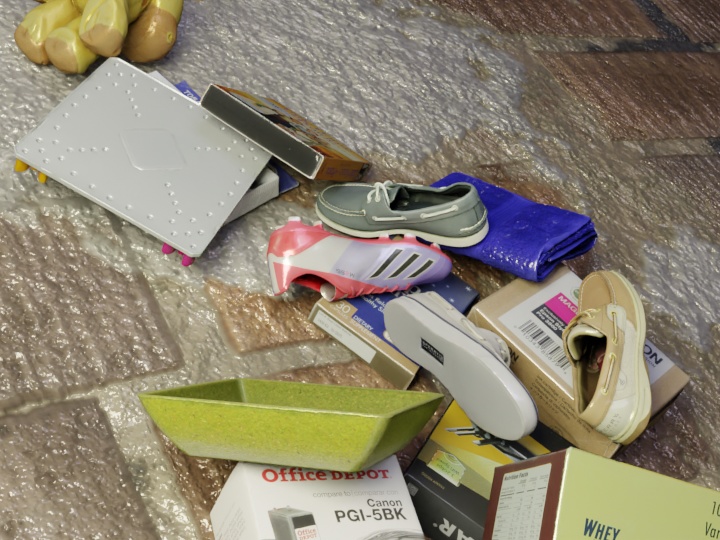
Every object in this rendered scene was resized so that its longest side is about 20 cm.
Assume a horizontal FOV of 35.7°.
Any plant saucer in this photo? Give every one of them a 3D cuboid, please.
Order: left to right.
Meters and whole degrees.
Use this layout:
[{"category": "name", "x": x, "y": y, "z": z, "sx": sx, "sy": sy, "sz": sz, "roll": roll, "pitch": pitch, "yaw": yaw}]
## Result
[{"category": "plant saucer", "x": -0.048, "y": 0.122, "z": 0.895, "sx": 0.197, "sy": 0.049, "sz": 0.200, "roll": 3, "pitch": -1, "yaw": 17}]

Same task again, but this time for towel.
[{"category": "towel", "x": 0.146, "y": -0.054, "z": 1.233, "sx": 0.198, "sy": 0.050, "sz": 0.147, "roll": 20, "pitch": 28, "yaw": 31}]

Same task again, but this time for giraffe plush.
[{"category": "giraffe plush", "x": -0.265, "y": -0.298, "z": 1.247, "sx": 0.171, "sy": 0.202, "sz": 0.162, "roll": 17, "pitch": -2, "yaw": 32}]

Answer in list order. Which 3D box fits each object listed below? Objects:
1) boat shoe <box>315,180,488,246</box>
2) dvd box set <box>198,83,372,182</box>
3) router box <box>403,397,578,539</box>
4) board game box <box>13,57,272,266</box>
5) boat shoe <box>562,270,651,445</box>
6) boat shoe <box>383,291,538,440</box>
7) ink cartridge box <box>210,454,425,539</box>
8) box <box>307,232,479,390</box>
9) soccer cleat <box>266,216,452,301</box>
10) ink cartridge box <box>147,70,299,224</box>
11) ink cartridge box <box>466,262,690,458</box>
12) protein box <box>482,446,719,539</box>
[{"category": "boat shoe", "x": 0.040, "y": -0.075, "z": 1.189, "sx": 0.198, "sy": 0.062, "sz": 0.073, "roll": 11, "pitch": 49, "yaw": 24}, {"category": "dvd box set", "x": -0.074, "y": -0.144, "z": 1.204, "sx": 0.146, "sy": 0.030, "sz": 0.200, "roll": 34, "pitch": 11, "yaw": 11}, {"category": "router box", "x": 0.143, "y": 0.207, "z": 1.012, "sx": 0.199, "sy": 0.052, "sz": 0.157, "roll": 34, "pitch": 40, "yaw": 7}, {"category": "board game box", "x": -0.208, "y": -0.111, "z": 1.106, "sx": 0.199, "sy": 0.026, "sz": 0.201, "roll": 30, "pitch": 41, "yaw": -1}, {"category": "boat shoe", "x": 0.231, "y": 0.070, "z": 1.075, "sx": 0.066, "sy": 0.074, "sz": 0.201, "roll": 21, "pitch": 40, "yaw": -17}, {"category": "boat shoe", "x": 0.105, "y": 0.080, "z": 1.038, "sx": 0.069, "sy": 0.072, "sz": 0.200, "roll": -20, "pitch": 38, "yaw": -30}, {"category": "ink cartridge box", "x": -0.020, "y": 0.245, "z": 0.853, "sx": 0.145, "sy": 0.083, "sz": 0.201, "roll": 3, "pitch": 46, "yaw": -27}, {"category": "box", "x": 0.045, "y": 0.028, "z": 1.164, "sx": 0.121, "sy": 0.033, "sz": 0.200, "roll": 35, "pitch": 39, "yaw": 8}, {"category": "soccer cleat", "x": 0.000, "y": 0.000, "z": 1.107, "sx": 0.198, "sy": 0.067, "sz": 0.077, "roll": 10, "pitch": 72, "yaw": -26}, {"category": "ink cartridge box", "x": -0.186, "y": -0.132, "z": 1.192, "sx": 0.199, "sy": 0.041, "sz": 0.200, "roll": 40, "pitch": 41, "yaw": 14}, {"category": "ink cartridge box", "x": 0.216, "y": 0.097, "z": 1.155, "sx": 0.200, "sy": 0.076, "sz": 0.164, "roll": 43, "pitch": 43, "yaw": 19}, {"category": "protein box", "x": 0.198, "y": 0.265, "z": 0.856, "sx": 0.196, "sy": 0.135, "sz": 0.202, "roll": 18, "pitch": 71, "yaw": -13}]
